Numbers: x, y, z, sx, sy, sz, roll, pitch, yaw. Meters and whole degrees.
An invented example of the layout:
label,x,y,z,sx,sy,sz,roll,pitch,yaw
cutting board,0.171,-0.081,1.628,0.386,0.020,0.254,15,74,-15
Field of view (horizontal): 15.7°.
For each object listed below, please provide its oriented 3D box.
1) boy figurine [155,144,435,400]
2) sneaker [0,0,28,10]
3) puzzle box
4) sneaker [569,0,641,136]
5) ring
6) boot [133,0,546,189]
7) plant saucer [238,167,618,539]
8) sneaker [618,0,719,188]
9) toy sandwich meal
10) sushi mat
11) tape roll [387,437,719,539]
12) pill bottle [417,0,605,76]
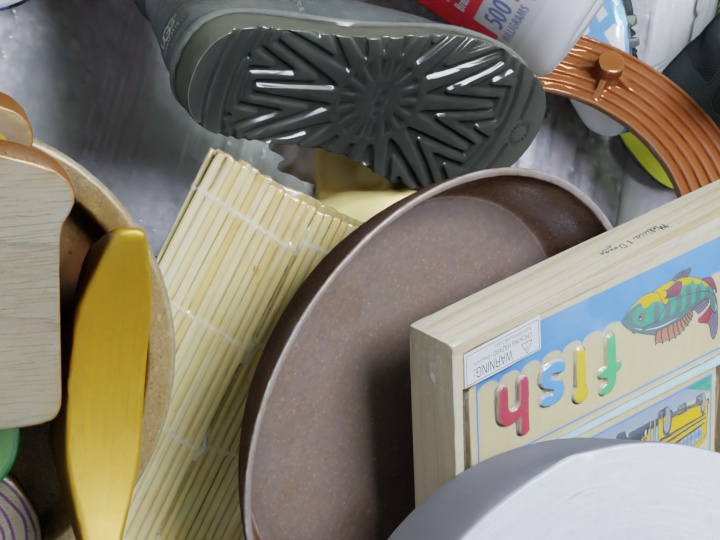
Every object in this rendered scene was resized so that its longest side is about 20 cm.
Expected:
label,x,y,z,sx,sy,sz,roll,pitch,yaw
boy figurine,0.000,0.000,1.041,0.200,0.064,0.125,-16,80,-24
sneaker,-0.190,-0.164,0.990,0.200,0.077,0.076,28,53,-30
puzzle box,0.101,0.049,1.023,0.200,0.025,0.133,-24,125,-34
sneaker,0.074,-0.151,1.217,0.072,0.072,0.200,-25,94,-9
ring,0.080,-0.028,1.131,0.200,0.019,0.201,6,59,-10
boot,-0.036,-0.121,1.049,0.181,0.073,0.200,15,24,-35
plant saucer,0.025,0.052,0.993,0.200,0.034,0.201,-20,121,-37
sneaker,0.204,-0.111,1.282,0.075,0.085,0.200,49,48,-11
toy sandwich meal,-0.147,0.035,0.871,0.205,0.070,0.206,-6,111,-15
sushi mat,-0.060,0.061,0.971,0.096,0.012,0.200,27,87,-29
tape roll,0.092,0.160,0.936,0.200,0.066,0.201,1,87,-19
pill bottle,0.028,-0.182,1.127,0.200,0.112,0.112,34,49,4
